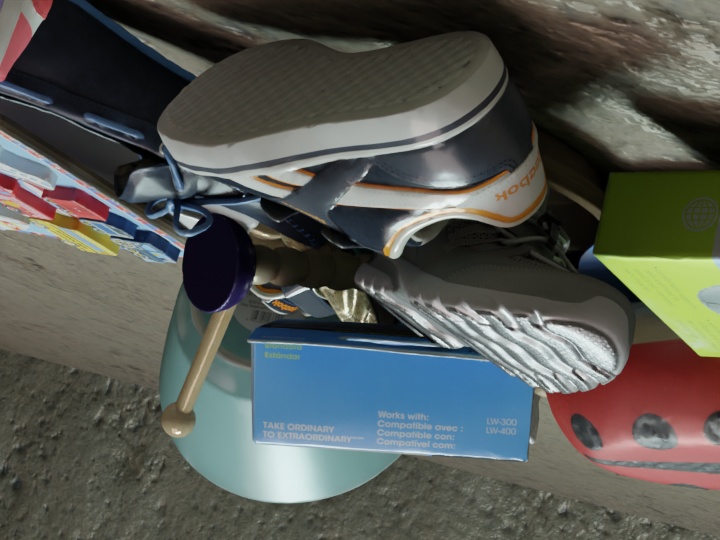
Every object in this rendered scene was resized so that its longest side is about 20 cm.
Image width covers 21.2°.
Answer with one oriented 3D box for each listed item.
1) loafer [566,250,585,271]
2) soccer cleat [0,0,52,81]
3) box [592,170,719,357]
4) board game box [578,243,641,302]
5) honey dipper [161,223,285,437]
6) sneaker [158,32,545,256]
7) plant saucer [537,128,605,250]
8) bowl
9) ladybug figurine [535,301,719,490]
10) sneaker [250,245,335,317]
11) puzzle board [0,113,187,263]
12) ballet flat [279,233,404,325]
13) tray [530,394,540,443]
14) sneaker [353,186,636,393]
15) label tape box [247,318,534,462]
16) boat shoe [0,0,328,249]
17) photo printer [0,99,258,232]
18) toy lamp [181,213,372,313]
[{"bbox_3d":[0.129,0.019,1.139,0.075,0.068,0.200,-9,-173,-1],"label":"loafer"},{"bbox_3d":[-0.191,-0.117,0.860,0.066,0.077,0.199,21,170,-30],"label":"soccer cleat"},{"bbox_3d":[0.214,0.000,0.816,0.198,0.048,0.122,2,157,37],"label":"box"},{"bbox_3d":[0.210,0.000,0.963,0.198,0.039,0.158,14,163,2],"label":"board game box"},{"bbox_3d":[-0.082,0.024,1.180,0.038,0.201,0.038,18,-152,-10],"label":"honey dipper"},{"bbox_3d":[-0.007,-0.049,0.823,0.199,0.079,0.080,6,137,49],"label":"sneaker"},{"bbox_3d":[0.037,-0.055,0.971,0.198,0.030,0.200,17,172,2],"label":"plant saucer"},{"bbox_3d":[-0.049,0.044,1.298,0.199,0.202,0.105,14,151,15],"label":"bowl"},{"bbox_3d":[0.179,0.067,0.973,0.198,0.073,0.136,-2,153,28],"label":"ladybug figurine"},{"bbox_3d":[-0.016,-0.008,1.205,0.198,0.080,0.078,8,167,35],"label":"sneaker"},{"bbox_3d":[-0.192,-0.046,1.049,0.149,0.018,0.200,8,165,31],"label":"puzzle board"},{"bbox_3d":[0.008,0.019,1.138,0.065,0.071,0.201,-3,123,40],"label":"ballet flat"},{"bbox_3d":[0.083,0.042,1.219,0.108,0.022,0.200,60,-176,-5],"label":"tray"},{"bbox_3d":[0.061,-0.006,0.843,0.074,0.082,0.200,36,174,-26],"label":"sneaker"},{"bbox_3d":[0.017,0.063,1.000,0.141,0.067,0.200,4,-178,2],"label":"label tape box"},{"bbox_3d":[-0.102,-0.061,0.940,0.199,0.069,0.084,33,169,-11],"label":"boat shoe"},{"bbox_3d":[-0.164,-0.071,1.112,0.198,0.070,0.166,20,170,-19],"label":"photo printer"},{"bbox_3d":[0.000,0.000,1.046,0.199,0.059,0.058,3,-178,-41],"label":"toy lamp"}]
